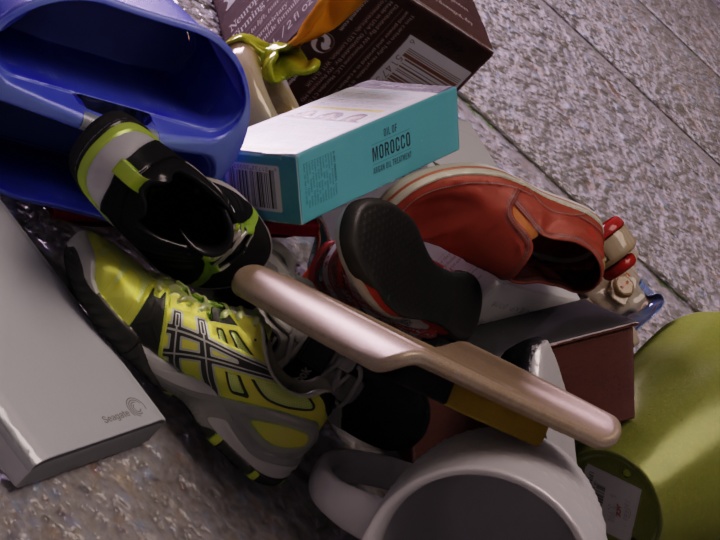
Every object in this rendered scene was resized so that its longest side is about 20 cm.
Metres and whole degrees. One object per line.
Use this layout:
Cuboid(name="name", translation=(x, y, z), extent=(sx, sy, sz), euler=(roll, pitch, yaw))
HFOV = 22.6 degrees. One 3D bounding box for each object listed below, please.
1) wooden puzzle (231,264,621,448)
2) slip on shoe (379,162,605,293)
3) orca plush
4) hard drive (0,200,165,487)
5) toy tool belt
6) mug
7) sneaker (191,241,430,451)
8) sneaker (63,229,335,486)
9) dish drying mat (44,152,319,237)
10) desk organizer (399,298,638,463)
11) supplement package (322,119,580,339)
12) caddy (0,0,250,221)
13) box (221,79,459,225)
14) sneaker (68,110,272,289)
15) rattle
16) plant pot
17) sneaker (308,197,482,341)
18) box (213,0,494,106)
Cuboid(name="wooden puzzle", translation=(0.037, 0.059, 1.111), extent=(0.199, 0.038, 0.185), euler=(21, 3, -37))
Cuboid(name="slip on shoe", translation=(0.101, -0.028, 1.303), extent=(0.199, 0.074, 0.062), euler=(15, 44, -32))
Cuboid(name="orca plush", translation=(0.119, 0.147, 1.289), extent=(0.105, 0.070, 0.201), euler=(-59, 135, -51))
Cuboid(name="hard drive", translation=(-0.211, 0.027, 1.040), extent=(0.200, 0.027, 0.132), euler=(52, 25, 12))
Cuboid(name="toy tool belt", translation=(0.204, 0.033, 1.525), extent=(0.124, 0.200, 0.123), euler=(-35, 89, -21))
Cuboid(name="mug", translation=(0.061, 0.163, 1.143), extent=(0.198, 0.149, 0.175), euler=(21, 13, 8))
Cuboid(name="sneaker", translation=(-0.043, 0.056, 1.214), extent=(0.200, 0.074, 0.088), euler=(41, 24, 16))
Cuboid(name="sneaker", translation=(-0.100, 0.041, 1.116), extent=(0.200, 0.076, 0.075), euler=(44, 6, -13))
Cuboid(name="dish drying mat", translation=(-0.128, -0.050, 1.231), extent=(0.198, 0.018, 0.077), euler=(3, 36, -32))
Cuboid(name="desk organizer", translation=(0.105, 0.085, 1.328), extent=(0.198, 0.078, 0.072), euler=(-12, 19, -25))
Cuboid(name="supplement package", translation=(0.062, -0.021, 1.436), extent=(0.116, 0.117, 0.201), euler=(11, 40, -47))
Cuboid(name="caddy", translation=(-0.165, -0.108, 1.127), extent=(0.199, 0.142, 0.105), euler=(13, 25, -35))
Cuboid(name="box", translation=(-0.016, -0.086, 1.259), extent=(0.082, 0.050, 0.199), euler=(8, 22, 34))
Cuboid(name="sneaker", translation=(-0.105, -0.024, 1.103), extent=(0.083, 0.072, 0.200), euler=(40, 2, 35))
Cuboid(name="rattle", translation=(-0.018, -0.102, 1.356), extent=(0.130, 0.142, 0.201), euler=(80, -12, -65))
Cuboid(name="plant pot", translation=(0.245, 0.152, 1.424), extent=(0.188, 0.187, 0.199), euler=(51, 40, 13))
Cuboid(name="sneaker", translation=(0.000, 0.001, 1.266), extent=(0.201, 0.107, 0.068), euler=(33, 67, -58))
Cuboid(name="box", translation=(-0.014, -0.227, 1.576), extent=(0.163, 0.166, 0.201), euler=(26, 30, -34))
